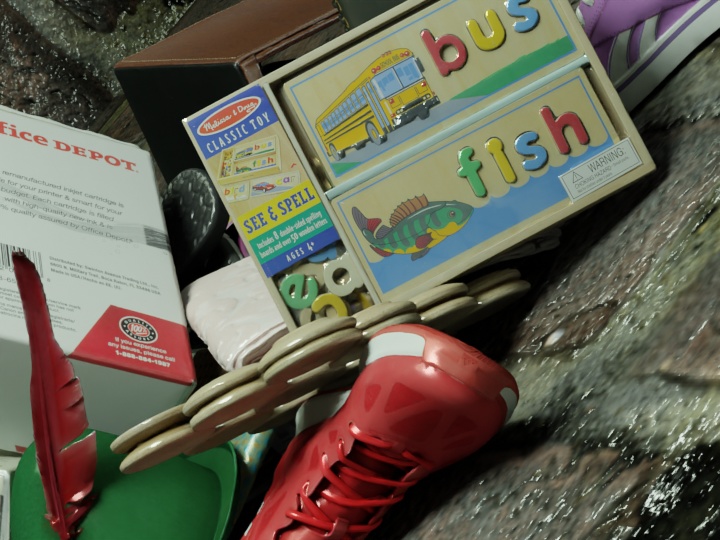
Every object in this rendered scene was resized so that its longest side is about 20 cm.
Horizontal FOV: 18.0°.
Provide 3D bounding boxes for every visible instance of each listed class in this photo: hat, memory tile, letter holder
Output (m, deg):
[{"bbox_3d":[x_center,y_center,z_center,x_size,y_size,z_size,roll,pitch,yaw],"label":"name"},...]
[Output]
[{"bbox_3d":[-0.173,0.112,1.167,0.201,0.176,0.165,-60,21,-6],"label":"hat"},{"bbox_3d":[-0.017,0.047,1.107,0.153,0.017,0.200,-33,-11,34],"label":"memory tile"},{"bbox_3d":[-0.040,-0.114,1.408,0.142,0.101,0.200,-31,17,-22],"label":"letter holder"}]

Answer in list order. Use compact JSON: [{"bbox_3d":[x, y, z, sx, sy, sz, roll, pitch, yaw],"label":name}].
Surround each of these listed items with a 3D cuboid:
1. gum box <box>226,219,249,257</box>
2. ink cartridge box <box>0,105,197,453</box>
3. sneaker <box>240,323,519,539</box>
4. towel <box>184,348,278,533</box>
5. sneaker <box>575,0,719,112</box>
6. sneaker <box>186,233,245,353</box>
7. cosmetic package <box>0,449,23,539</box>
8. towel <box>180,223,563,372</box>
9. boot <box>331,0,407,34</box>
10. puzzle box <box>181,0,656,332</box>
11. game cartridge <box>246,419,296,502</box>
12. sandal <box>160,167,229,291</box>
[{"bbox_3d":[-0.010,-0.086,1.583,0.200,0.066,0.114,-46,13,12],"label":"gum box"},{"bbox_3d":[-0.184,0.005,1.282,0.084,0.143,0.201,-56,31,33],"label":"ink cartridge box"},{"bbox_3d":[0.003,0.104,1.037,0.116,0.078,0.200,-64,6,-25],"label":"sneaker"},{"bbox_3d":[-0.098,0.130,1.252,0.146,0.022,0.201,-9,53,62],"label":"towel"},{"bbox_3d":[0.135,-0.158,1.219,0.200,0.114,0.073,-43,15,31],"label":"sneaker"},{"bbox_3d":[-0.079,0.017,1.457,0.200,0.115,0.076,25,95,60],"label":"sneaker"},{"bbox_3d":[-0.198,0.147,1.296,0.200,0.071,0.106,-18,-69,-77],"label":"cosmetic package"},{"bbox_3d":[0.000,0.000,1.234,0.190,0.032,0.200,-24,11,-8],"label":"towel"},{"bbox_3d":[0.004,-0.126,1.213,0.200,0.138,0.078,-48,10,38],"label":"boot"},{"bbox_3d":[0.029,-0.061,1.119,0.199,0.134,0.025,-28,-5,0],"label":"puzzle box"},{"bbox_3d":[-0.056,0.082,1.331,0.200,0.042,0.133,-35,15,46],"label":"game cartridge"},{"bbox_3d":[-0.137,0.025,1.397,0.200,0.045,0.075,-48,51,18],"label":"sandal"}]
